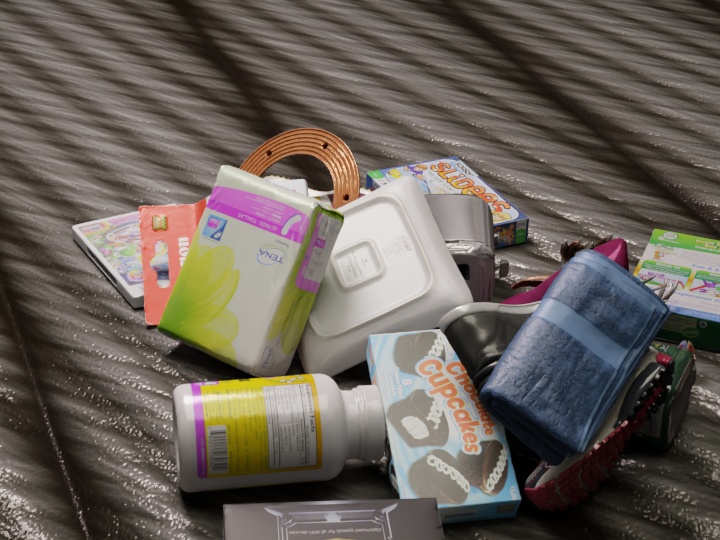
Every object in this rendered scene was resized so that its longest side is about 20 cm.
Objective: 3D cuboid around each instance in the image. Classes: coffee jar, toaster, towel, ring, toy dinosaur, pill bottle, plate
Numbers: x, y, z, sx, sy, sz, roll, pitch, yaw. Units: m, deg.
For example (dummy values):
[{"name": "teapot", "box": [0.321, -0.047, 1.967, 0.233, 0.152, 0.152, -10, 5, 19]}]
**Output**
[{"name": "coffee jar", "box": [0.239, 0.111, 1.685, 0.199, 0.086, 0.104, 15, 39, 22]}, {"name": "toaster", "box": [0.069, -0.014, 1.876, 0.198, 0.114, 0.129, -2, 31, -4]}, {"name": "towel", "box": [0.203, 0.077, 1.527, 0.111, 0.049, 0.200, 38, 63, 1]}, {"name": "ring", "box": [-0.083, -0.077, 1.949, 0.200, 0.201, 0.019, 26, -4, 37]}, {"name": "toy dinosaur", "box": [0.290, 0.049, 1.804, 0.105, 0.200, 0.183, 1, 62, -41]}, {"name": "pill bottle", "box": [-0.080, 0.155, 1.570, 0.198, 0.105, 0.104, -3, 29, -10]}, {"name": "plate", "box": [0.000, 0.000, 1.780, 0.199, 0.032, 0.200, -24, 56, 1]}]

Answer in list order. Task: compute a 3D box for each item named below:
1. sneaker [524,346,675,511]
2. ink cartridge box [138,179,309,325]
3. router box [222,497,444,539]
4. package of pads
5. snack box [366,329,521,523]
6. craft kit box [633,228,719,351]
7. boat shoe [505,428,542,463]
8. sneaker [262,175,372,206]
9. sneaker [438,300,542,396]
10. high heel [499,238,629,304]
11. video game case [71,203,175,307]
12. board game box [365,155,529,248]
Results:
[{"name": "sneaker", "box": [0.222, 0.149, 1.573, 0.074, 0.081, 0.200, 31, 64, 27]}, {"name": "ink cartridge box", "box": [-0.152, -0.023, 1.865, 0.198, 0.050, 0.163, -2, 62, -10]}, {"name": "router box", "box": [-0.021, 0.268, 1.420, 0.198, 0.053, 0.158, -1, 30, -5]}, {"name": "package of pads", "box": [-0.116, 0.004, 1.758, 0.154, 0.201, 0.068, 22, 1, 34]}, {"name": "snack box", "box": [0.078, 0.149, 1.579, 0.115, 0.037, 0.201, -4, 54, -10]}, {"name": "craft kit box", "box": [0.416, 0.027, 1.892, 0.199, 0.049, 0.198, 12, 33, 18]}, {"name": "boat shoe", "box": [0.132, 0.140, 1.651, 0.199, 0.072, 0.068, 29, 37, 29]}, {"name": "sneaker", "box": [-0.058, -0.059, 2.004, 0.199, 0.075, 0.090, 8, 37, 25]}, {"name": "sneaker", "box": [0.173, 0.085, 1.602, 0.199, 0.071, 0.100, -1, 60, -35]}, {"name": "high heel", "box": [0.221, 0.020, 1.781, 0.067, 0.097, 0.199, 30, -19, -30]}, {"name": "video game case", "box": [-0.248, -0.021, 1.970, 0.142, 0.018, 0.200, -14, 33, -27]}, {"name": "board game box", "box": [0.109, -0.082, 2.080, 0.135, 0.035, 0.200, -12, 32, -23]}]
